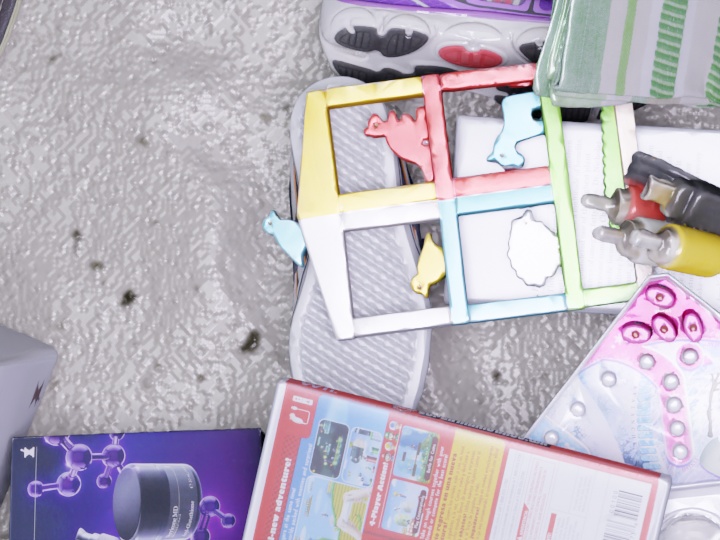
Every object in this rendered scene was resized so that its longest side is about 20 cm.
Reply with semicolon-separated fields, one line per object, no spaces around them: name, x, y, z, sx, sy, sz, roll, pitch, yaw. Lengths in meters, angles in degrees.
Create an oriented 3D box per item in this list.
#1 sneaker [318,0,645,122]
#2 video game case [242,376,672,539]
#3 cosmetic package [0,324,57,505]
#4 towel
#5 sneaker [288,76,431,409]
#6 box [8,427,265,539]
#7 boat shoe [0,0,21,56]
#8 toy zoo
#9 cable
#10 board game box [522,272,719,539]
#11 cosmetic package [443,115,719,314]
sneaker;0.079;-0.138;1.574;0.199;0.081;0.084;10;61;-3
video game case;0.040;0.145;1.442;0.199;0.017;0.144;14;97;8
cosmetic package;-0.294;0.083;1.573;0.199;0.165;0.166;22;93;7
towel;0.166;-0.157;1.504;0.023;0.199;0.154;17;102;41
sneaker;0.000;0.000;1.577;0.078;0.079;0.201;-2;86;4
box;-0.114;0.191;1.571;0.140;0.079;0.201;-4;74;9
boat shoe;-0.217;-0.198;1.615;0.073;0.065;0.201;9;92;6
toy zoo;0.047;-0.037;1.526;0.199;0.020;0.132;-7;87;4
cable;0.203;-0.008;1.490;0.199;0.097;0.051;21;104;-23
board game box;0.163;0.138;1.445;0.200;0.026;0.200;38;100;3
cosmetic package;0.148;-0.025;1.564;0.199;0.071;0.102;4;90;7
